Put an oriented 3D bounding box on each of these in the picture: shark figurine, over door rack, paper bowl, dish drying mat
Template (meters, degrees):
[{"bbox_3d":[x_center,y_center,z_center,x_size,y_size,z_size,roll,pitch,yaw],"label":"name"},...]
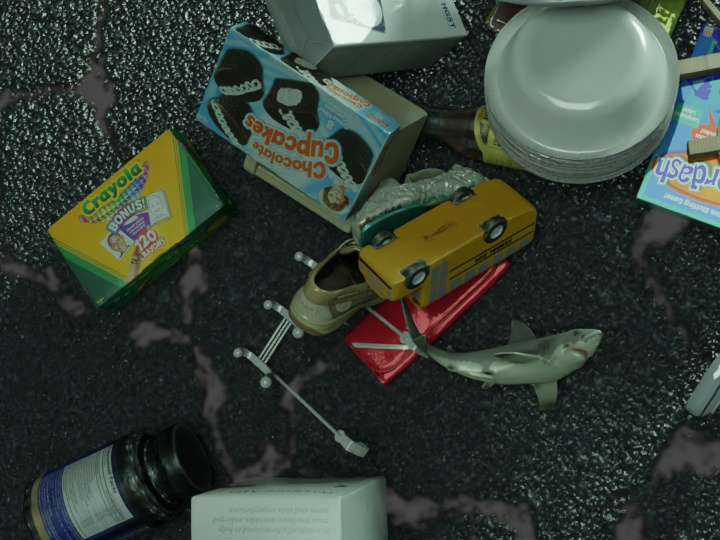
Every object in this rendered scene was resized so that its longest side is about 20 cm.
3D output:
[{"bbox_3d":[0.147,0.081,1.245,0.213,0.129,0.090,4,50,6],"label":"shark figurine"},{"bbox_3d":[-0.038,0.088,1.283,0.200,0.067,0.148,36,96,26],"label":"over door rack"},{"bbox_3d":[0.228,-0.199,1.187,0.199,0.104,0.202,-3,69,8],"label":"paper bowl"},{"bbox_3d":[0.074,0.036,1.297,0.200,0.018,0.077,-45,72,8],"label":"dish drying mat"}]

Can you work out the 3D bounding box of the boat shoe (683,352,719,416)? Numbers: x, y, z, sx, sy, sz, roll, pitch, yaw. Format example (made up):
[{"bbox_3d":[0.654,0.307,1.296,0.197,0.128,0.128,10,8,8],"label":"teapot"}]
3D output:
[{"bbox_3d":[0.417,0.080,1.178,0.067,0.074,0.200,38,94,17],"label":"boat shoe"}]

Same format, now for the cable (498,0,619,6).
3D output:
[{"bbox_3d":[0.212,-0.325,1.183,0.198,0.200,0.070,-7,119,-3],"label":"cable"}]

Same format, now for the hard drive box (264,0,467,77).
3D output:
[{"bbox_3d":[-0.002,-0.300,1.253,0.077,0.199,0.157,-33,76,48],"label":"hard drive box"}]

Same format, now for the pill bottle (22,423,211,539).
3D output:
[{"bbox_3d":[-0.278,0.255,1.322,0.199,0.112,0.112,-25,80,11],"label":"pill bottle"}]

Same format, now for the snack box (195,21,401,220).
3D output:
[{"bbox_3d":[-0.067,-0.155,1.192,0.199,0.037,0.117,34,124,8],"label":"snack box"}]

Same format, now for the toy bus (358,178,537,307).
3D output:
[{"bbox_3d":[0.093,-0.026,1.215,0.199,0.079,0.065,-30,55,-24],"label":"toy bus"}]

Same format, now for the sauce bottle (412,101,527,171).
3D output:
[{"bbox_3d":[0.149,-0.149,1.271,0.199,0.066,0.066,11,88,14],"label":"sauce bottle"}]

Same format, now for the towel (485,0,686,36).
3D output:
[{"bbox_3d":[0.255,-0.300,1.279,0.199,0.023,0.144,25,91,14],"label":"towel"}]

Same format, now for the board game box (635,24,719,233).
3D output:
[{"bbox_3d":[0.399,-0.141,1.216,0.151,0.045,0.201,21,91,15],"label":"board game box"}]

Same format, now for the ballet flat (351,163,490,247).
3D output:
[{"bbox_3d":[0.056,-0.075,1.245,0.072,0.199,0.072,21,119,46],"label":"ballet flat"}]

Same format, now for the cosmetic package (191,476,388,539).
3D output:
[{"bbox_3d":[-0.068,0.310,1.218,0.164,0.200,0.166,-3,85,13],"label":"cosmetic package"}]

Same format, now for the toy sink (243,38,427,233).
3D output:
[{"bbox_3d":[-0.050,-0.157,1.273,0.199,0.112,0.131,34,124,14],"label":"toy sink"}]

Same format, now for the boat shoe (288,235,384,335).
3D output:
[{"bbox_3d":[0.000,0.000,1.234,0.071,0.200,0.065,35,129,11],"label":"boat shoe"}]

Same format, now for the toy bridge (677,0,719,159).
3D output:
[{"bbox_3d":[0.363,-0.214,1.195,0.067,0.027,0.201,-9,82,14],"label":"toy bridge"}]

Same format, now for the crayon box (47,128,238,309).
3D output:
[{"bbox_3d":[-0.260,-0.059,1.371,0.200,0.058,0.119,-38,78,9],"label":"crayon box"}]
